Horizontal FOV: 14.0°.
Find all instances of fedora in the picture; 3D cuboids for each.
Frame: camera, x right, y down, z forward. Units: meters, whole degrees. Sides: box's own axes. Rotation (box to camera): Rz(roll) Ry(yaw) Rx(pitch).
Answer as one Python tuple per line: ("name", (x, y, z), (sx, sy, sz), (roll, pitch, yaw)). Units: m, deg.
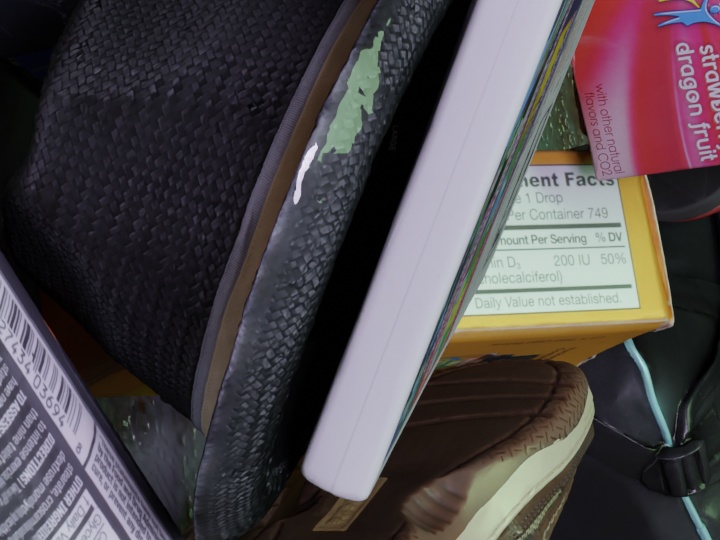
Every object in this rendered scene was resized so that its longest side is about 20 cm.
("fedora", (-0.037, -0.026, 0.757), (0.201, 0.091, 0.201), (21, 90, -85))

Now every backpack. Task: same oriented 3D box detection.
("backpack", (0.093, 0.046, 1.138), (0.176, 0.153, 0.200), (58, 33, -28))

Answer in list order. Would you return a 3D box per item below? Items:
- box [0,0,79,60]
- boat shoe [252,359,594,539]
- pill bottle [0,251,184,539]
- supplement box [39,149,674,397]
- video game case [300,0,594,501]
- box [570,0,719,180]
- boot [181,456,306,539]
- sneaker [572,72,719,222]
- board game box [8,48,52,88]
("box", (-0.081, -0.167, 0.797), (0.197, 0.200, 0.118), (45, 41, -50))
("boat shoe", (0.015, 0.092, 0.887), (0.202, 0.075, 0.075), (-37, 123, -54))
("pill bottle", (-0.105, 0.074, 0.758), (0.200, 0.106, 0.106), (62, 30, -34))
("supplement box", (0.000, 0.000, 0.945), (0.200, 0.067, 0.069), (1, 75, -31))
("video game case", (0.042, -0.058, 0.801), (0.182, 0.023, 0.200), (-57, 169, -67))
("box", (0.109, -0.140, 0.932), (0.096, 0.100, 0.200), (-59, 139, -62))
("boot", (0.002, 0.158, 0.934), (0.166, 0.072, 0.200), (38, 55, -18))
("sneaker", (0.107, -0.107, 1.094), (0.098, 0.071, 0.201), (16, 53, -63))
("board game box", (-0.029, -0.158, 0.953), (0.097, 0.159, 0.200), (43, 42, -52))
